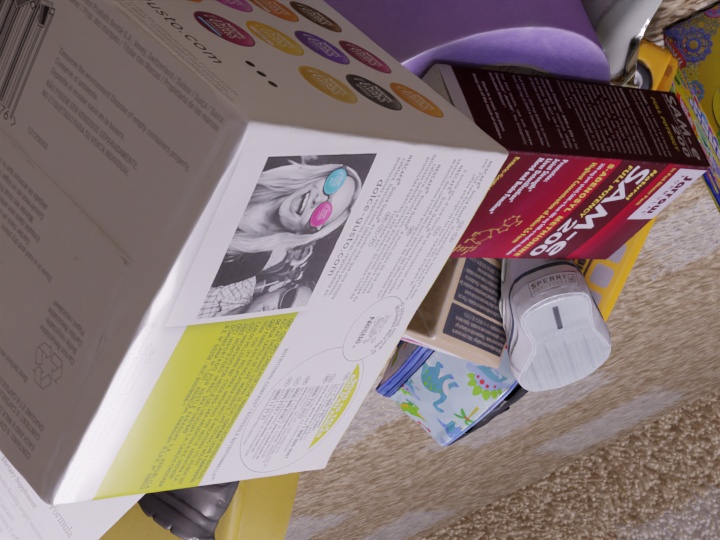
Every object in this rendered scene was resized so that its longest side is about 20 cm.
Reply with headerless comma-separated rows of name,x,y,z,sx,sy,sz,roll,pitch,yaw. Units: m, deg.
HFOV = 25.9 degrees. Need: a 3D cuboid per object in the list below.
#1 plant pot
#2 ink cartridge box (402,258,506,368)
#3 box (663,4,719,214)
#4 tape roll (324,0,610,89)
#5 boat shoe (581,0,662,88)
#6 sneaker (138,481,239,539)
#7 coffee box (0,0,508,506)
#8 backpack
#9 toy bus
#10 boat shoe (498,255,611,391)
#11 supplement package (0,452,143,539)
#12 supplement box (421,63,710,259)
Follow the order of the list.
plant pot,-0.170,0.227,1.453,0.197,0.179,0.200,-1,167,12
ink cartridge box,0.000,0.000,1.107,0.198,0.076,0.165,16,176,24
box,0.336,-0.096,1.232,0.121,0.202,0.193,-24,162,6
tape roll,0.044,-0.115,0.945,0.198,0.086,0.201,-17,154,-9
boat shoe,0.153,-0.137,1.033,0.074,0.069,0.200,-15,160,-26
sneaker,-0.189,0.148,1.342,0.091,0.199,0.076,-57,177,-3
coffee box,-0.091,-0.034,0.757,0.197,0.200,0.201,1,125,-52
backpack,0.096,0.038,1.333,0.200,0.147,0.183,-51,180,-35
toy bus,0.183,-0.066,1.152,0.065,0.078,0.202,-114,-131,-82
boat shoe,0.133,0.023,1.081,0.073,0.068,0.200,-14,157,-1
supplement package,-0.203,0.103,1.082,0.200,0.109,0.114,-44,127,-25
supplement box,0.099,-0.059,0.929,0.198,0.061,0.109,0,148,-38
